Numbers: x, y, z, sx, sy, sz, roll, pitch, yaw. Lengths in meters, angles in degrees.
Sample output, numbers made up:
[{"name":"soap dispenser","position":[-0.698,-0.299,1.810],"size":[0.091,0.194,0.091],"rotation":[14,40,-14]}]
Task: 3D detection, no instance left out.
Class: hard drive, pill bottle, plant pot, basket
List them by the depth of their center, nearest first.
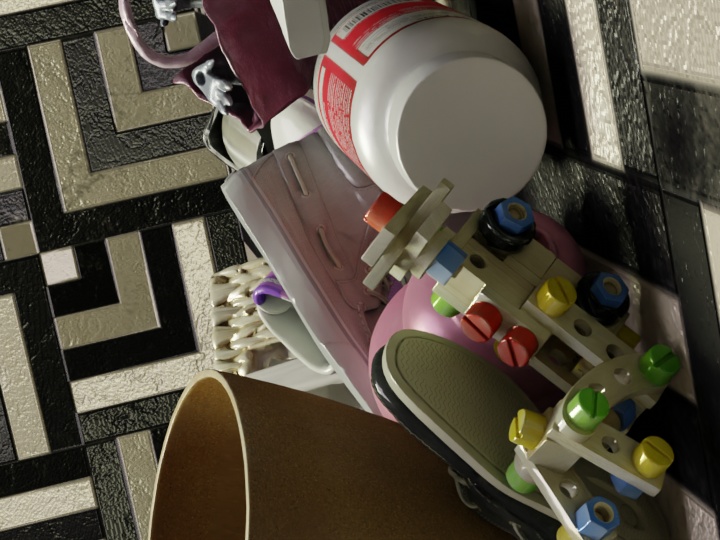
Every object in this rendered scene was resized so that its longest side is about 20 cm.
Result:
[{"name":"plant pot","position":[0.000,0.158,1.097],"size":[0.186,0.200,0.187],"rotation":[-172,90,-69]},{"name":"hard drive","position":[-0.057,-0.228,1.113],"size":[0.200,0.026,0.132],"rotation":[-110,10,-49]},{"name":"pill bottle","position":[0.042,-0.097,1.150],"size":[0.200,0.112,0.112],"rotation":[-127,26,-72]},{"name":"basket","position":[-0.024,0.066,1.592],"size":[0.200,0.135,0.123],"rotation":[36,-138,-61]}]

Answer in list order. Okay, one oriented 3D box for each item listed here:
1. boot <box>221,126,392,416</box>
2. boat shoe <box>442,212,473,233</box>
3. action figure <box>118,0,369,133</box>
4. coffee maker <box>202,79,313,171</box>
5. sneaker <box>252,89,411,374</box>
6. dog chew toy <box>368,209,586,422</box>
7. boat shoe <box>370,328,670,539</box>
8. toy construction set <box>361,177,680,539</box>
[{"name":"boot","position":[0.000,0.000,1.248],"size":[0.200,0.096,0.074],"rotation":[58,176,11]},{"name":"boat shoe","position":[0.081,0.062,1.268],"size":[0.065,0.074,0.200],"rotation":[113,145,-69]},{"name":"action figure","position":[-0.034,-0.161,1.294],"size":[0.149,0.200,0.134],"rotation":[10,119,52]},{"name":"coffee maker","position":[-0.032,-0.127,1.500],"size":[0.200,0.135,0.192],"rotation":[-131,39,-62]},{"name":"sneaker","position":[-0.033,-0.026,1.328],"size":[0.073,0.114,0.201],"rotation":[-33,76,46]},{"name":"dog chew toy","position":[0.074,0.033,1.130],"size":[0.200,0.124,0.125],"rotation":[109,148,-61]},{"name":"boat shoe","position":[0.074,0.107,1.029],"size":[0.200,0.068,0.072],"rotation":[39,-141,-22]},{"name":"toy construction set","position":[0.076,0.033,0.974],"size":[0.200,0.131,0.092],"rotation":[48,136,-8]}]
